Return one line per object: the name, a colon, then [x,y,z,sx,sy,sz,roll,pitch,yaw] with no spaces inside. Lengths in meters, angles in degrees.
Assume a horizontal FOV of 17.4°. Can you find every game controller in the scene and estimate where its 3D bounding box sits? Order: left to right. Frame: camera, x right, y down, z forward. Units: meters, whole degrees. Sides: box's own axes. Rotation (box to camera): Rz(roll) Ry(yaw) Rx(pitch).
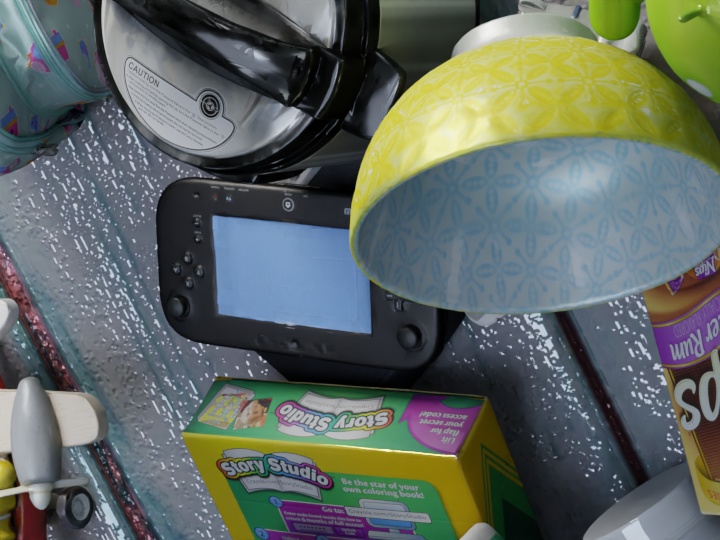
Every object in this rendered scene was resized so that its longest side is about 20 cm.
game controller: [-0.037,0.000,1.407,0.199,0.042,0.105,6,115,29]

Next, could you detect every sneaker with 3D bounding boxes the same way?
sneaker: [0.092,-0.064,1.327,0.082,0.075,0.201,24,112,6]

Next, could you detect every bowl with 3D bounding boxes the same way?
bowl: [0.089,-0.067,1.216,0.199,0.199,0.108,-26,57,38]

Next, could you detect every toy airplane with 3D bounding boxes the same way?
toy airplane: [-0.275,0.117,1.605,0.199,0.141,0.201,37,127,13]

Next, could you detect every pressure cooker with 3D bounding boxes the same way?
pressure cooker: [-0.049,-0.141,1.283,0.175,0.200,0.180,-15,89,30]

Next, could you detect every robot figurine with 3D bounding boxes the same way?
robot figurine: [0.198,-0.149,1.138,0.174,0.200,0.116,7,116,9]

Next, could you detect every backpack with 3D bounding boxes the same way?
backpack: [-0.244,-0.140,1.426,0.153,0.200,0.177,-23,98,21]

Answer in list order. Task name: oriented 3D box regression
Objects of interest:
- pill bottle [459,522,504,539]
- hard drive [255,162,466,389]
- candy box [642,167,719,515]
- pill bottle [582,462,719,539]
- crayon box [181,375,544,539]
pill bottle: [0.100,0.252,1.345,0.200,0.113,0.113,45,128,7]
hard drive: [0.000,0.000,1.438,0.135,0.042,0.200,41,127,9]
candy box: [0.215,0.032,1.271,0.116,0.056,0.201,-7,102,56]
pill bottle: [0.217,0.215,1.360,0.112,0.112,0.201,-33,92,38]
crayon box: [0.009,0.151,1.466,0.199,0.058,0.173,2,131,31]
